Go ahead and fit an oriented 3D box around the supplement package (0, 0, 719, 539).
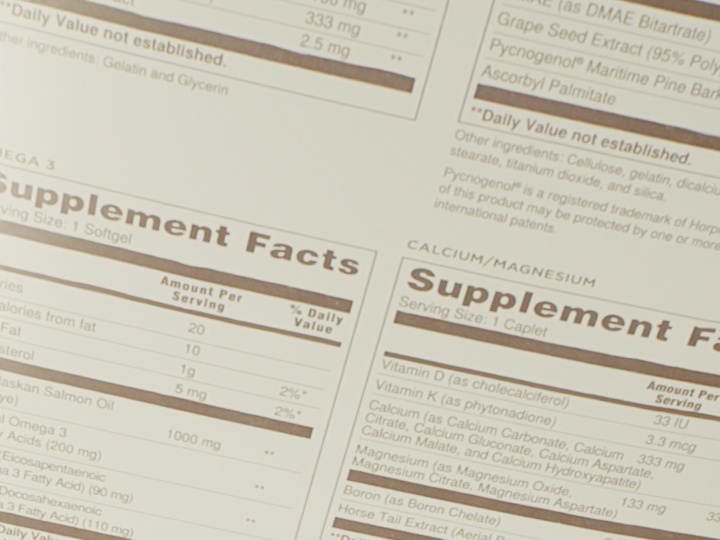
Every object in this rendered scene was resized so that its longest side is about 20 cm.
[{"bbox_3d":[0.012,-0.054,0.400,0.152,0.149,0.201,-83,7,-49],"label":"supplement package"}]
